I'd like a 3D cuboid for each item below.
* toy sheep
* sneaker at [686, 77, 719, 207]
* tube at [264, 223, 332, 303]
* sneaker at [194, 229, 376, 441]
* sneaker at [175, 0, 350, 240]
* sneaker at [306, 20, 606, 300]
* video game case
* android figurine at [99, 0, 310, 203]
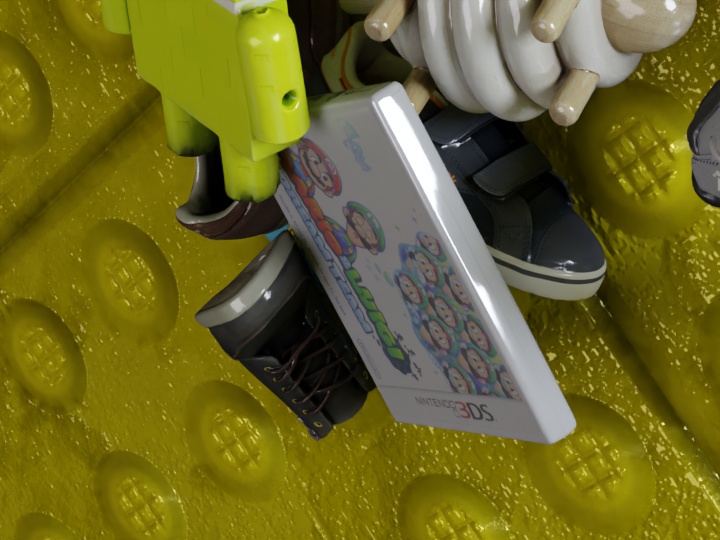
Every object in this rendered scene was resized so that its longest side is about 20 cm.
[{"bbox_3d":[0.074,-0.137,1.048,0.199,0.138,0.139,8,117,28],"label":"toy sheep"},{"bbox_3d":[0.192,-0.040,0.976,0.075,0.201,0.116,28,145,-12],"label":"sneaker"},{"bbox_3d":[0.000,0.000,1.247,0.200,0.050,0.078,45,131,21],"label":"tube"},{"bbox_3d":[-0.034,0.041,1.231,0.106,0.075,0.200,47,177,2],"label":"sneaker"},{"bbox_3d":[-0.059,-0.110,1.197,0.070,0.075,0.201,23,115,36],"label":"sneaker"},{"bbox_3d":[0.055,-0.062,1.141,0.199,0.078,0.080,32,119,16],"label":"sneaker"},{"bbox_3d":[0.020,-0.002,1.111,0.201,0.024,0.182,62,158,-12],"label":"video game case"},{"bbox_3d":[-0.084,-0.137,1.089,0.182,0.041,0.201,39,146,42],"label":"android figurine"}]
